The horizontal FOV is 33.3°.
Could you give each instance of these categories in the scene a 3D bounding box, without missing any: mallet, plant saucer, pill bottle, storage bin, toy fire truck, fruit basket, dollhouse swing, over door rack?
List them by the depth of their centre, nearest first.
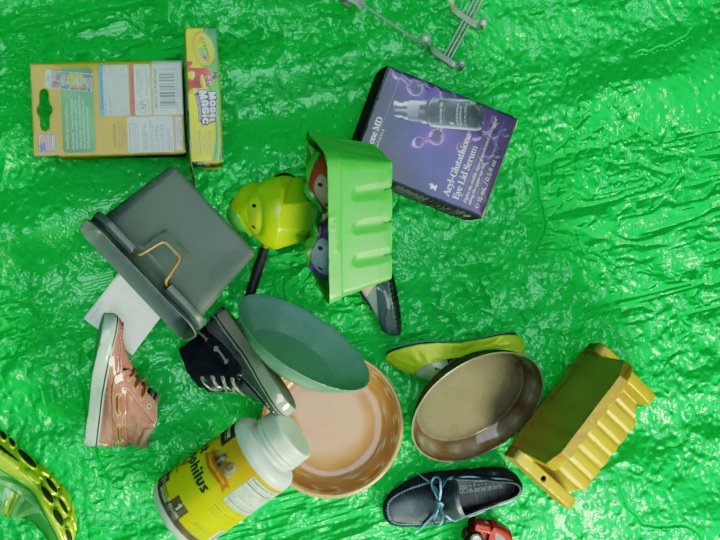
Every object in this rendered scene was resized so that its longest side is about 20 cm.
[{"bbox_3d":[-0.238,-0.032,1.536,0.200,0.146,0.134,46,73,-7],"label":"storage bin"},{"bbox_3d":[-0.067,-0.072,1.544,0.214,0.156,0.217,-5,111,-12],"label":"fruit basket"},{"bbox_3d":[-0.082,0.106,1.575,0.200,0.201,0.039,30,109,-8],"label":"plant saucer"},{"bbox_3d":[-0.167,0.269,1.580,0.200,0.109,0.109,-37,95,9],"label":"pill bottle"},{"bbox_3d":[0.323,0.223,1.627,0.182,0.176,0.200,42,82,-22],"label":"dollhouse swing"},{"bbox_3d":[0.155,0.179,1.646,0.199,0.035,0.201,-14,132,-16],"label":"plant saucer"},{"bbox_3d":[-0.128,-0.040,1.652,0.041,0.066,0.201,18,102,-5],"label":"mallet"},{"bbox_3d":[-0.041,0.212,1.660,0.199,0.037,0.201,0,91,-8],"label":"plant saucer"},{"bbox_3d":[0.092,-0.390,1.669,0.199,0.067,0.148,29,85,-8],"label":"over door rack"},{"bbox_3d":[0.199,0.457,1.691,0.140,0.049,0.201,13,87,-9],"label":"toy fire truck"}]

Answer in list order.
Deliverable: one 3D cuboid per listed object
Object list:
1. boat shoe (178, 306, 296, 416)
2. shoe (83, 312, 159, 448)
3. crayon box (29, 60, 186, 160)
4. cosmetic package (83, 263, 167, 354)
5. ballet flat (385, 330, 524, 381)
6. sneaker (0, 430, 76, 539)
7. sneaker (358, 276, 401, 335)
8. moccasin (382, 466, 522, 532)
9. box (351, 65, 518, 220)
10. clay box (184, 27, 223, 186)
[{"bbox_3d":[-0.164,0.142,1.584,0.093,0.200,0.075,-40,137,-1],"label":"boat shoe"},{"bbox_3d":[-0.307,0.147,1.578,0.091,0.072,0.201,7,116,-12],"label":"shoe"},{"bbox_3d":[-0.335,-0.214,1.608,0.199,0.052,0.126,-2,90,-10],"label":"crayon box"},{"bbox_3d":[-0.278,0.008,1.616,0.082,0.051,0.200,38,84,-10],"label":"cosmetic package"},{"bbox_3d":[0.136,0.128,1.669,0.199,0.067,0.067,-6,64,-12],"label":"ballet flat"},{"bbox_3d":[-0.453,0.293,1.586,0.084,0.074,0.200,-41,95,13],"label":"sneaker"},{"bbox_3d":[0.000,0.000,1.661,0.082,0.070,0.201,-16,90,8],"label":"sneaker"},{"bbox_3d":[0.128,0.308,1.670,0.199,0.068,0.081,-16,92,-8],"label":"moccasin"},{"bbox_3d":[0.092,-0.171,1.649,0.199,0.104,0.149,20,87,-9],"label":"box"},{"bbox_3d":[-0.208,-0.212,1.596,0.047,0.115,0.201,-4,91,-8],"label":"clay box"}]
